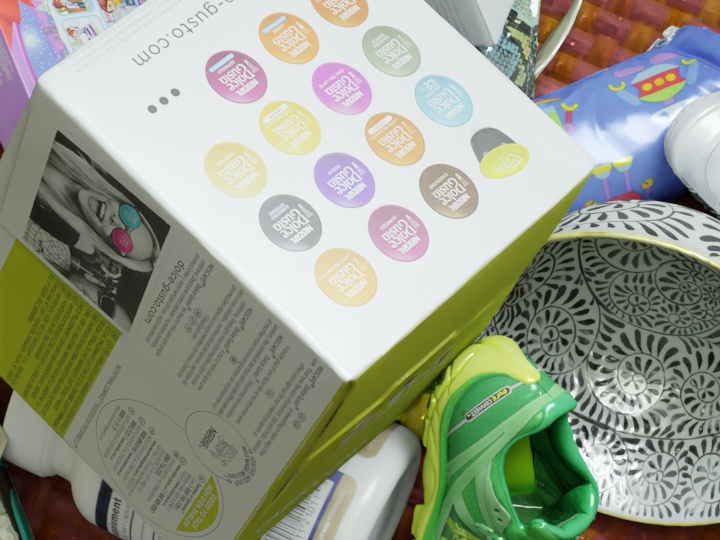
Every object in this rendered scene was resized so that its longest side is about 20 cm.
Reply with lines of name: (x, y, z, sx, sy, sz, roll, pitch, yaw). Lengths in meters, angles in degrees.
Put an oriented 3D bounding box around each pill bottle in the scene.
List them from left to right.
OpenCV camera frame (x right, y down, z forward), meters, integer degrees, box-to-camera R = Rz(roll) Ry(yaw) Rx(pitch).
pill bottle: (-0.079, 0.097, 1.544, 0.200, 0.116, 0.116, 25, 83, 9)

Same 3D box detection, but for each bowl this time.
bowl: (0.152, 0.029, 1.535, 0.200, 0.201, 0.094, 19, 46, 6)

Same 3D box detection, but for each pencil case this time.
pencil case: (0.118, -0.065, 1.571, 0.200, 0.078, 0.087, -23, 71, -8)

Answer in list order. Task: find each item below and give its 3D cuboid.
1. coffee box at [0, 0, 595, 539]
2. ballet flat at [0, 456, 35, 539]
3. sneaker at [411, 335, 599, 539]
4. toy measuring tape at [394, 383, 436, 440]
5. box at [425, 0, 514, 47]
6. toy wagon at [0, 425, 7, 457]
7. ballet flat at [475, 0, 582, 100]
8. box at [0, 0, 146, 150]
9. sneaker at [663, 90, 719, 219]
coffee box: (-0.048, -0.014, 1.413, 0.198, 0.200, 0.200, 44, 51, 8)
ballet flat: (-0.212, 0.118, 1.571, 0.064, 0.076, 0.200, -19, 78, 0)
sneaker: (0.074, 0.129, 1.503, 0.074, 0.200, 0.084, -31, 46, -33)
toy measuring tape: (0.000, 0.000, 1.586, 0.073, 0.074, 0.200, -18, 71, 0)
box: (-0.010, -0.201, 1.551, 0.200, 0.098, 0.125, 9, 57, 27)
toy wagon: (-0.278, 0.094, 1.484, 0.200, 0.040, 0.155, -18, 74, -31)
ballet flat: (0.094, -0.174, 1.617, 0.074, 0.074, 0.200, 17, 84, 6)
box: (-0.129, -0.084, 1.578, 0.137, 0.039, 0.200, -13, 76, -44)
sneaker: (0.251, -0.020, 1.516, 0.200, 0.115, 0.075, 29, 105, -20)
